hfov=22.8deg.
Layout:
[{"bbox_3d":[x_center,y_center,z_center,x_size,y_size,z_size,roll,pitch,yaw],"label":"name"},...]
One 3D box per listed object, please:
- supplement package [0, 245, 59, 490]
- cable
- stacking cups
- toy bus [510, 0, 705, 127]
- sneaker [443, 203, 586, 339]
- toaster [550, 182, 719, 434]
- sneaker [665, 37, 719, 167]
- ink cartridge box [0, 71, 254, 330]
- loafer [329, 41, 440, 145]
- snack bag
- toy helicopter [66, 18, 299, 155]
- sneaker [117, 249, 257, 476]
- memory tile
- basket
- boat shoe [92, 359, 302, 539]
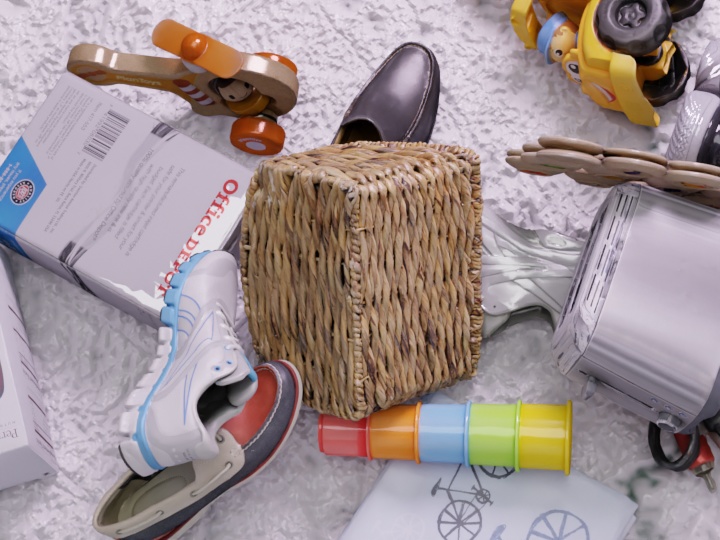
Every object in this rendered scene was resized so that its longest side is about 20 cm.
[{"bbox_3d":[-0.327,0.076,1.444,0.114,0.110,0.200,-17,72,-2],"label":"supplement package"},{"bbox_3d":[0.256,0.087,1.451,0.097,0.050,0.200,-32,60,8],"label":"cable"},{"bbox_3d":[0.068,0.126,1.417,0.200,0.061,0.061,3,72,11],"label":"stacking cups"},{"bbox_3d":[0.188,-0.237,1.513,0.192,0.136,0.200,9,75,20],"label":"toy bus"},{"bbox_3d":[0.100,0.001,1.461,0.200,0.078,0.100,18,77,10],"label":"sneaker"},{"bbox_3d":[0.231,0.019,1.378,0.129,0.114,0.200,22,71,0],"label":"toaster"},{"bbox_3d":[0.318,-0.120,1.449,0.114,0.076,0.200,20,32,9],"label":"sneaker"},{"bbox_3d":[-0.195,-0.050,1.490,0.200,0.086,0.147,29,76,11],"label":"ink cartridge box"},{"bbox_3d":[0.014,-0.111,1.504,0.073,0.072,0.200,20,73,11],"label":"loafer"},{"bbox_3d":[0.089,0.216,1.418,0.200,0.021,0.189,29,75,15],"label":"snack bag"},{"bbox_3d":[-0.151,-0.165,1.501,0.200,0.132,0.079,8,73,6],"label":"toy helicopter"},{"bbox_3d":[-0.111,0.069,1.360,0.087,0.075,0.200,-5,51,26],"label":"sneaker"},{"bbox_3d":[0.220,-0.073,1.390,0.200,0.153,0.017,11,86,-10],"label":"memory tile"},{"bbox_3d":[0.000,0.000,1.422,0.143,0.149,0.200,14,113,44],"label":"basket"},{"bbox_3d":[-0.127,0.142,1.395,0.200,0.063,0.071,-44,53,15],"label":"boat shoe"}]
